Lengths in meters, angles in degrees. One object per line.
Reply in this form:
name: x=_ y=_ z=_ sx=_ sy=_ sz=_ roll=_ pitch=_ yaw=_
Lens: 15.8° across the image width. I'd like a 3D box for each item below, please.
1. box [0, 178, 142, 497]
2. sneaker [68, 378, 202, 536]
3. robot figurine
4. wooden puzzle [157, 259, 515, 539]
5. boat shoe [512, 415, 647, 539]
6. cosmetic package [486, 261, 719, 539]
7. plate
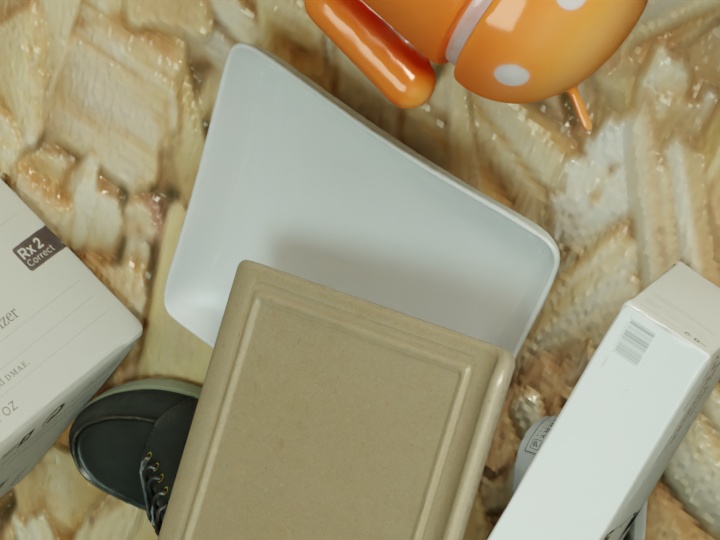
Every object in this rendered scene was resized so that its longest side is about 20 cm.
box: x=-0.261 y=0.083 z=1.467 sx=0.131 sy=0.199 sz=0.200 roll=45 pitch=137 yaw=3
sneaker: x=-0.105 y=0.121 z=1.437 sx=0.200 sy=0.106 sz=0.075 roll=7 pitch=123 yaw=35
robot figurine: x=0.046 y=-0.154 z=1.119 sx=0.200 sy=0.144 sz=0.117 roll=41 pitch=166 yaw=8
wooden puzzle: x=-0.016 y=0.106 z=1.286 sx=0.200 sy=0.037 sz=0.186 roll=19 pitch=93 yaw=43
boat shoe: x=0.114 y=0.171 z=1.320 sx=0.067 sy=0.074 sz=0.201 roll=16 pitch=127 yaw=33
cosmetic package: x=0.110 y=0.097 z=1.221 sx=0.051 sy=0.083 sz=0.200 roll=33 pitch=115 yaw=11
plate: x=0.000 y=0.000 z=1.323 sx=0.200 sy=0.032 sz=0.200 roll=34 pitch=135 yaw=15
